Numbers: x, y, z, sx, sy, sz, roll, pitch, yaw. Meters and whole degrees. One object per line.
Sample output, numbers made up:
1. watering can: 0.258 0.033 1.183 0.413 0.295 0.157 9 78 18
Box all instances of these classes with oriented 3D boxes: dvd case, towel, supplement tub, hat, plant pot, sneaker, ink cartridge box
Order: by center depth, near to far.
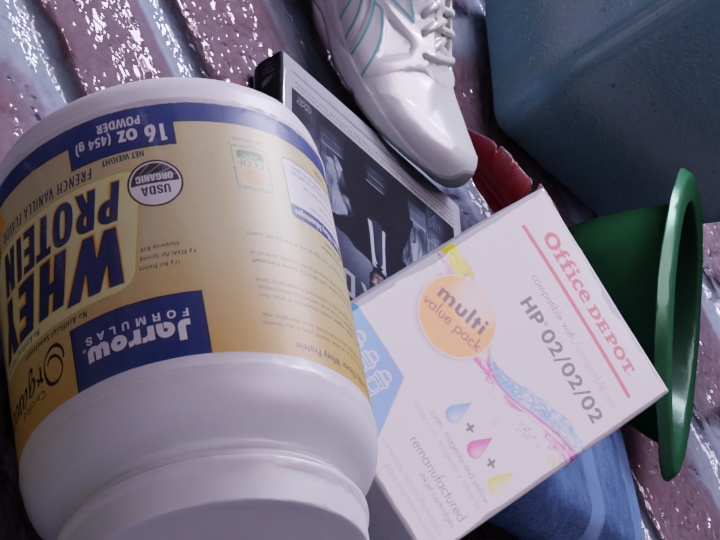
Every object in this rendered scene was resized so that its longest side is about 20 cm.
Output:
1. supplement tub: -0.071 0.038 1.177 0.144 0.144 0.200 29 39 -45
2. ink cartridge box: 0.058 0.043 1.337 0.200 0.068 0.115 -32 90 -31
3. towel: 0.089 0.091 1.473 0.200 0.048 0.112 33 42 -64
4. dvd case: 0.000 0.000 1.474 0.150 0.025 0.200 40 32 -33
5. sneaker: 0.019 -0.140 1.570 0.201 0.080 0.070 63 13 11
6. hat: 0.098 0.016 1.630 0.166 0.176 0.200 76 21 -54
7. plant pot: 0.186 -0.143 1.744 0.196 0.200 0.196 39 34 -35
